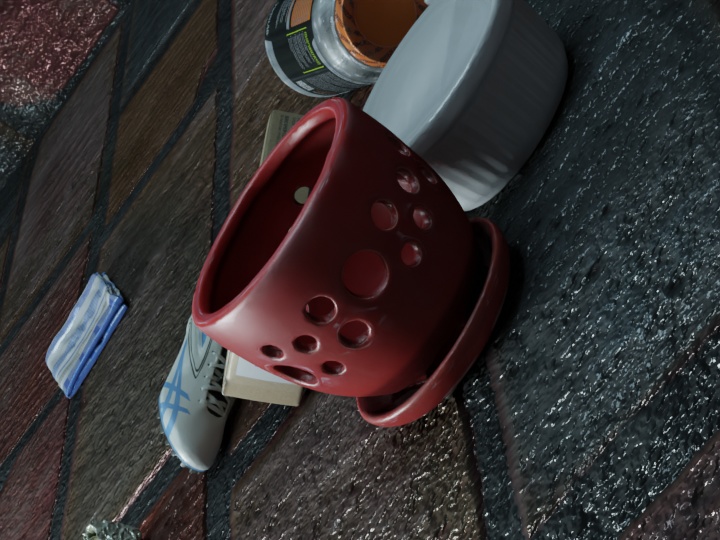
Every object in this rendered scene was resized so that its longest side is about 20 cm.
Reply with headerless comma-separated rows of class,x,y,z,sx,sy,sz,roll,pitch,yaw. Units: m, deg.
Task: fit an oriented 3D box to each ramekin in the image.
ramekin,0.086,-0.139,1.568,0.203,0.094,0.203,-50,20,25

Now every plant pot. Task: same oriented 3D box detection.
plant pot,0.000,0.000,1.429,0.201,0.182,0.201,-49,21,26

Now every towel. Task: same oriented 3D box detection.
towel,-0.356,0.080,2.474,0.148,0.024,0.200,-59,19,0

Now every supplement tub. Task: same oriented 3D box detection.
supplement tub,-0.012,-0.244,1.938,0.123,0.122,0.200,-62,19,-11

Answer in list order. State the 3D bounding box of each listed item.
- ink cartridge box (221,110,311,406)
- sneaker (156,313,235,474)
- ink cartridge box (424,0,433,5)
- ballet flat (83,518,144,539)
ink cartridge box,-0.066,-0.010,1.675,0.165,0.074,0.201,-87,8,-54
sneaker,-0.141,0.101,1.818,0.072,0.072,0.201,-32,34,36
ink cartridge box,0.116,-0.367,1.813,0.201,0.047,0.161,113,170,-52
ballet flat,-0.255,0.316,1.778,0.072,0.071,0.201,-42,25,40
